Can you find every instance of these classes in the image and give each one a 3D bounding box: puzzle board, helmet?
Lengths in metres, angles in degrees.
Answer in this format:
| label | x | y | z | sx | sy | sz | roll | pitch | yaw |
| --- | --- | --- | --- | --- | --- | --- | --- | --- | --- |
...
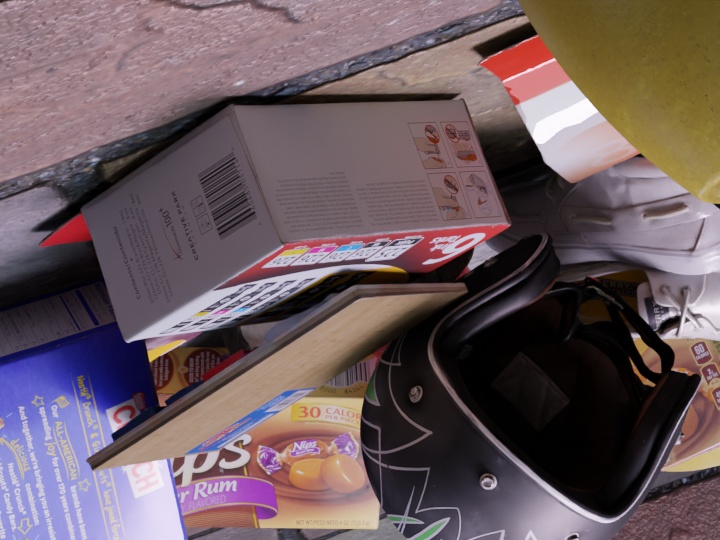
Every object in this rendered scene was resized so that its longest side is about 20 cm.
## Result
| label | x | y | z | sx | sy | sz | roll | pitch | yaw |
| --- | --- | --- | --- | --- | --- | --- | --- | --- | --- |
| puzzle board | -0.048 | 0.057 | 1.587 | 0.199 | 0.017 | 0.150 | -33 | 168 | 23 |
| helmet | 0.092 | 0.095 | 1.665 | 0.191 | 0.200 | 0.200 | -48 | 175 | -17 |

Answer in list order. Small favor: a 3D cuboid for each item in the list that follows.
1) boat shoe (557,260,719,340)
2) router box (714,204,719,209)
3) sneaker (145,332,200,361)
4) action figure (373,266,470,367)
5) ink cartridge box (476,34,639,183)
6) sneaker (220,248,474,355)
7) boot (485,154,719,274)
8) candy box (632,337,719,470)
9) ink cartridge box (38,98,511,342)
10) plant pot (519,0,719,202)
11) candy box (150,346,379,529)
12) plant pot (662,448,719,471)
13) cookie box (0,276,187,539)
| label | x | y | z | sx | sy | sz | roll | pitch | yaw |
| --- | --- | --- | --- | --- | --- | --- | --- | --- | --- |
| boat shoe | 0.200 | 0.018 | 1.736 | 0.199 | 0.071 | 0.070 | 6 | -153 | 31 |
| router box | 0.311 | -0.103 | 1.622 | 0.199 | 0.052 | 0.158 | -13 | 135 | -48 |
| sneaker | -0.178 | 0.081 | 1.735 | 0.199 | 0.091 | 0.075 | -22 | 168 | 13 |
| action figure | 0.035 | 0.029 | 1.814 | 0.065 | 0.052 | 0.200 | -39 | -175 | 14 |
| ink cartridge box | 0.166 | -0.114 | 1.556 | 0.161 | 0.050 | 0.200 | -24 | 170 | 12 |
| sneaker | 0.000 | 0.000 | 1.760 | 0.199 | 0.077 | 0.088 | -23 | -179 | 36 |
| boot | 0.149 | -0.057 | 1.730 | 0.199 | 0.096 | 0.074 | 4 | -141 | 38 |
| candy box | 0.181 | 0.033 | 1.833 | 0.115 | 0.201 | 0.055 | -27 | 177 | 29 |
| ink cartridge box | -0.048 | -0.021 | 1.529 | 0.175 | 0.084 | 0.199 | -30 | 165 | 38 |
| plant pot | 0.187 | -0.118 | 1.327 | 0.199 | 0.143 | 0.200 | -20 | 168 | -5 |
| candy box | -0.084 | 0.111 | 1.826 | 0.198 | 0.057 | 0.117 | 1 | 126 | -5 |
| plant pot | 0.218 | 0.020 | 1.942 | 0.199 | 0.201 | 0.142 | -23 | 140 | 11 |
| cookie box | -0.218 | 0.116 | 1.646 | 0.199 | 0.172 | 0.075 | -17 | -149 | -13 |
